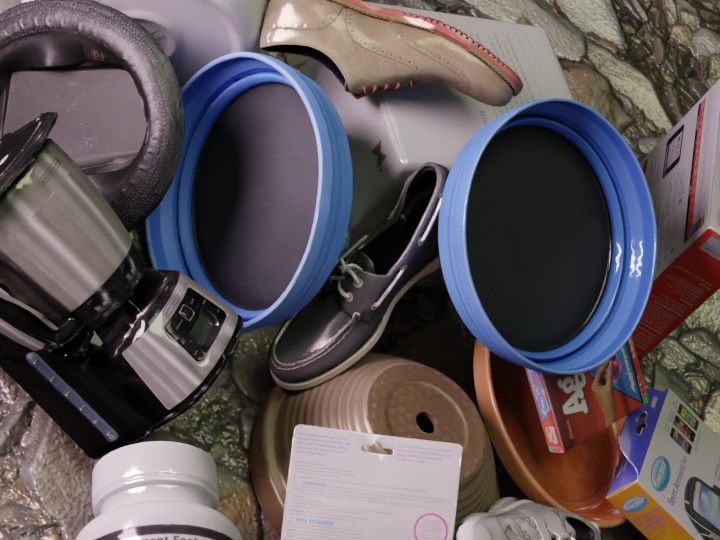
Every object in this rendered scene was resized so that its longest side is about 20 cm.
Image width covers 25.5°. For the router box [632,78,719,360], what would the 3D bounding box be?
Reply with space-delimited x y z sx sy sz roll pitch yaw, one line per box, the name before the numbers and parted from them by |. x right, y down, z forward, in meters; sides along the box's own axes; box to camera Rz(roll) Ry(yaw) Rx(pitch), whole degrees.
router box | 0.279 -0.044 1.395 0.049 0.180 0.201 27 47 -11

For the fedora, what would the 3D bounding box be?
fedora | -0.202 -0.104 1.161 0.201 0.200 0.092 53 19 14

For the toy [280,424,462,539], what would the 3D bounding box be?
toy | 0.000 0.212 1.070 0.115 0.047 0.201 7 77 -1

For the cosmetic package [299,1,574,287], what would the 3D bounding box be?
cosmetic package | 0.058 -0.097 1.304 0.199 0.167 0.167 3 56 -32

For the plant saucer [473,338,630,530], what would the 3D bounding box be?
plant saucer | 0.159 0.112 1.272 0.200 0.032 0.201 26 50 -35

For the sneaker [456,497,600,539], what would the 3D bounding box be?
sneaker | 0.117 0.197 1.095 0.200 0.082 0.075 -32 118 -69

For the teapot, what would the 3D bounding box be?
teapot | -0.160 -0.230 1.208 0.199 0.198 0.147 3 60 1

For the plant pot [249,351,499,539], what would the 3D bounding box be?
plant pot | 0.028 0.132 1.161 0.200 0.093 0.202 18 48 -21

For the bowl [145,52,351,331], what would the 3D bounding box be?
bowl | -0.082 -0.055 1.152 0.039 0.201 0.201 5 53 -44

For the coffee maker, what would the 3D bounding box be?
coffee maker | -0.203 0.016 1.069 0.200 0.192 0.135 48 65 -20

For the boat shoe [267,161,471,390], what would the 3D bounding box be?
boat shoe | 0.000 0.000 1.153 0.200 0.063 0.073 -44 50 -6

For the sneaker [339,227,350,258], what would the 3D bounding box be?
sneaker | -0.089 -0.061 1.247 0.071 0.083 0.200 12 32 -54

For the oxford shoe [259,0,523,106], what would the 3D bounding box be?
oxford shoe | 0.021 -0.155 1.179 0.199 0.070 0.075 22 83 1

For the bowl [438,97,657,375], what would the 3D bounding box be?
bowl | 0.137 -0.024 1.168 0.200 0.039 0.202 2 87 -38

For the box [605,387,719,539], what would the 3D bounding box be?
box | 0.275 0.189 1.286 0.200 0.041 0.119 43 41 -8

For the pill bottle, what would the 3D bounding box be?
pill bottle | -0.125 0.213 0.988 0.111 0.111 0.201 12 51 -25

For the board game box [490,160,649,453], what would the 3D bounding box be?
board game box | 0.158 0.027 1.219 0.103 0.019 0.201 -24 102 -34
